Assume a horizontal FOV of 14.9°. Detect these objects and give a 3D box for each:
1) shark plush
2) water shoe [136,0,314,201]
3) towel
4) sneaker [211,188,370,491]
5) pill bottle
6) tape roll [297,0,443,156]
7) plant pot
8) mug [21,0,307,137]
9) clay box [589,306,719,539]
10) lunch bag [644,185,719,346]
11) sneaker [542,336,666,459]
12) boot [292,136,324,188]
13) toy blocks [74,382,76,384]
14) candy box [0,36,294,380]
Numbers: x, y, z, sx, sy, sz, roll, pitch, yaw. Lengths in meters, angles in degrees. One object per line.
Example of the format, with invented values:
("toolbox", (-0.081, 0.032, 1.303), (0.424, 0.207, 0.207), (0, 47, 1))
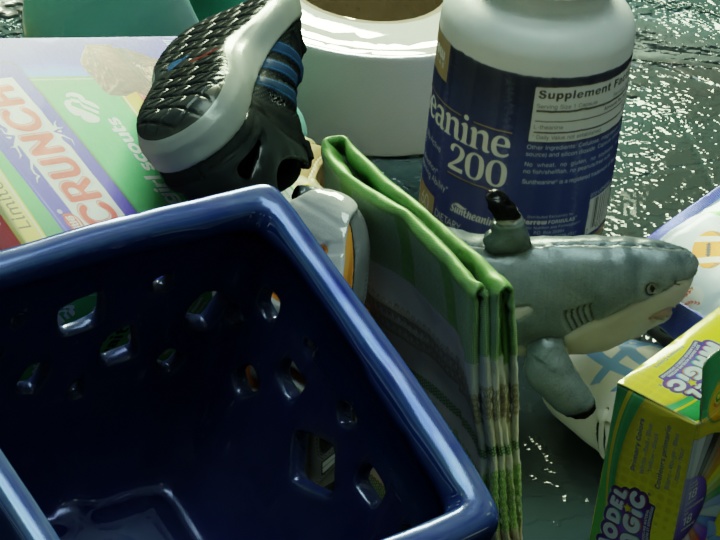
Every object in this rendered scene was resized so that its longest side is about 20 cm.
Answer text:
("shark plush", (0.063, -0.013, 1.370), (0.199, 0.083, 0.091), (26, 40, -5))
("water shoe", (-0.061, -0.075, 1.350), (0.071, 0.079, 0.200), (-22, 18, 20))
("towel", (0.023, 0.053, 1.300), (0.031, 0.201, 0.149), (-25, 42, -24))
("sneaker", (-0.025, 0.055, 1.295), (0.077, 0.201, 0.078), (-9, 31, -41))
("pill bottle", (0.095, -0.105, 1.563), (0.110, 0.201, 0.111), (5, 31, -3))
("tape roll", (0.002, -0.151, 1.745), (0.201, 0.071, 0.203), (4, 32, -3))
("plant pot", (-0.091, 0.108, 1.176), (0.199, 0.180, 0.200), (-16, 58, -32))
("mug", (-0.115, -0.112, 1.572), (0.114, 0.186, 0.152), (-25, 13, 15))
("clay box", (0.152, 0.096, 1.249), (0.047, 0.201, 0.115), (25, 36, 29))
("lunch bag", (0.254, 0.029, 1.423), (0.199, 0.124, 0.170), (-3, 28, -38))
("sneaker", (0.159, 0.093, 1.383), (0.072, 0.072, 0.200), (-30, 43, -32))
("boot", (0.000, 0.000, 1.500), (0.155, 0.073, 0.200), (15, 28, 7))
("toy blocks", (-0.125, 0.062, 1.375), (0.136, 0.100, 0.200), (7, 30, -22))
("candy box", (-0.132, -0.034, 1.345), (0.199, 0.077, 0.169), (-7, 52, -47))
